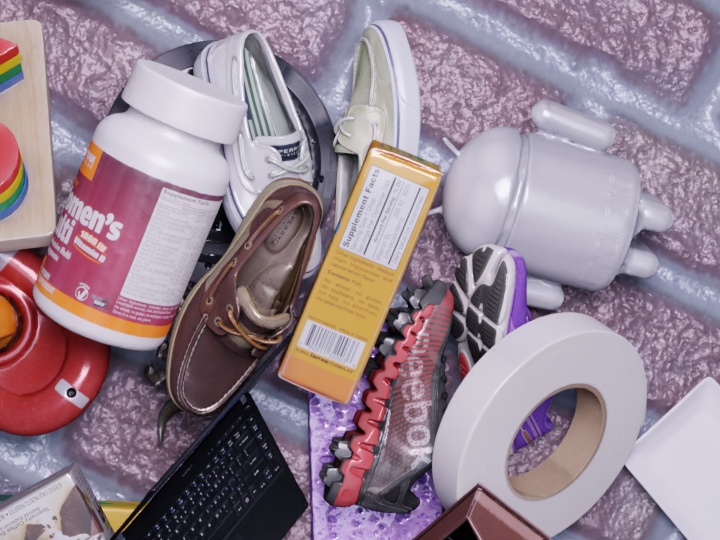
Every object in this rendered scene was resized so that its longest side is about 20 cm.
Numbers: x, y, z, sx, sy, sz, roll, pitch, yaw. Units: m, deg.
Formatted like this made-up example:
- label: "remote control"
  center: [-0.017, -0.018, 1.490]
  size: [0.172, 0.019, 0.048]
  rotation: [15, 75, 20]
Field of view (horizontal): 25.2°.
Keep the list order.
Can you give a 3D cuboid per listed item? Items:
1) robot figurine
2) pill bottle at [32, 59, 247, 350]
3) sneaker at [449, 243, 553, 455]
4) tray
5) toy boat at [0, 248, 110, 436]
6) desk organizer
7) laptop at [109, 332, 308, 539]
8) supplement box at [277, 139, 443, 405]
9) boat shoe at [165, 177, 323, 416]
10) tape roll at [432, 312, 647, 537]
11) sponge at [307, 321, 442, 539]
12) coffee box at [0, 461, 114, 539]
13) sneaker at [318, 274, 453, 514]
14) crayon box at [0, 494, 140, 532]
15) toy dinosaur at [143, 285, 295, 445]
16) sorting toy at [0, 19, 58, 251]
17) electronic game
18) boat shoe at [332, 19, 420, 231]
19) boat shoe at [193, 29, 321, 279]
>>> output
- label: "robot figurine"
  center: [0.152, -0.052, 1.322]
  size: [0.199, 0.113, 0.171]
  rotation: [14, 99, -6]
- label: "pill bottle"
  center: [-0.164, -0.050, 1.220]
  size: [0.109, 0.110, 0.201]
  rotation: [22, 100, -6]
- label: "sneaker"
  center: [0.124, 0.060, 1.319]
  size: [0.083, 0.081, 0.201]
  rotation: [-20, 128, -19]
- label: "tray"
  center: [0.321, 0.199, 1.387]
  size: [0.107, 0.022, 0.200]
  rotation: [-41, 94, -6]
- label: "toy boat"
  center: [-0.290, 0.043, 1.262]
  size: [0.200, 0.131, 0.131]
  rotation: [40, 86, -5]
- label: "desk organizer"
  center: [0.056, 0.259, 1.269]
  size: [0.072, 0.200, 0.077]
  rotation: [37, 42, -5]
- label: "laptop"
  center: [-0.095, 0.173, 1.228]
  size: [0.177, 0.103, 0.201]
  rotation: [-48, 126, -35]
- label: "supplement box"
  center: [0.000, 0.000, 1.282]
  size: [0.068, 0.067, 0.201]
  rotation: [24, 98, -4]
- label: "boat shoe"
  center: [-0.085, 0.026, 1.216]
  size: [0.072, 0.072, 0.201]
  rotation: [29, 97, -18]
- label: "tape roll"
  center: [0.148, 0.131, 1.302]
  size: [0.202, 0.037, 0.204]
  rotation: [-19, 125, -29]
- label: "sponge"
  center: [0.011, 0.142, 1.347]
  size: [0.111, 0.030, 0.201]
  rotation: [-2, 90, -6]
- label: "coffee box"
  center: [-0.223, 0.265, 1.243]
  size: [0.113, 0.080, 0.201]
  rotation: [-29, 93, -6]
- label: "sneaker"
  center: [0.043, 0.107, 1.301]
  size: [0.097, 0.071, 0.201]
  rotation: [22, 90, -6]
- label: "crayon box"
  center: [-0.208, 0.251, 1.311]
  size: [0.199, 0.051, 0.128]
  rotation: [3, 89, -7]
- label: "toy dinosaur"
  center: [-0.112, 0.065, 1.297]
  size: [0.102, 0.077, 0.201]
  rotation: [18, 100, -14]
- label: "sorting toy"
  center: [-0.342, -0.113, 1.246]
  size: [0.197, 0.070, 0.201]
  rotation: [-6, 64, -7]
- label: "electronic game"
  center: [-0.116, -0.088, 1.326]
  size: [0.199, 0.042, 0.201]
  rotation: [-1, 95, -12]
- label: "boat shoe"
  center: [0.010, -0.105, 1.323]
  size: [0.062, 0.072, 0.201]
  rotation: [-3, 92, -23]
- label: "boat shoe"
  center: [-0.074, -0.090, 1.257]
  size: [0.073, 0.067, 0.201]
  rotation: [-24, 90, -39]
